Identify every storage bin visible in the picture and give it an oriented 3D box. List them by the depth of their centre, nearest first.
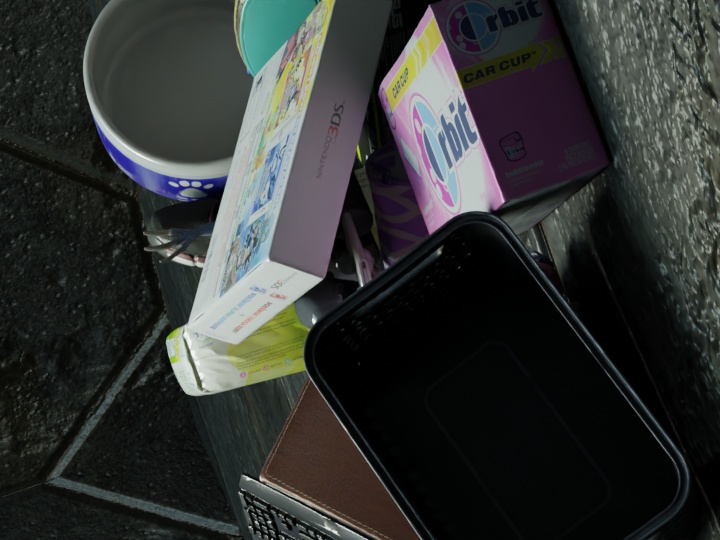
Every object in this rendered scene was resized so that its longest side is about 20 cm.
[{"bbox_3d":[0.078,0.087,1.044,0.200,0.135,0.094,54,-178,21],"label":"storage bin"}]

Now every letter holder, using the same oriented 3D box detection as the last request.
[{"bbox_3d":[0.061,0.121,1.265,0.199,0.143,0.101,24,176,26],"label":"letter holder"}]

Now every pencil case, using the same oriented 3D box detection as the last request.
[{"bbox_3d":[0.116,0.092,1.127,0.083,0.086,0.201,72,176,-69],"label":"pencil case"},{"bbox_3d":[0.061,0.000,1.293,0.085,0.084,0.201,19,134,41],"label":"pencil case"}]

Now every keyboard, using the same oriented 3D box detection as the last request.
[{"bbox_3d":[-0.005,0.214,1.309,0.199,0.021,0.128,22,144,42],"label":"keyboard"}]

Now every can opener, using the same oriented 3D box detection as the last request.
[{"bbox_3d":[-0.023,-0.021,1.293,0.200,0.066,0.054,-112,10,-61],"label":"can opener"}]

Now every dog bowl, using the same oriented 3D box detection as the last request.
[{"bbox_3d":[-0.140,-0.165,1.691,0.079,0.199,0.201,91,158,-68],"label":"dog bowl"}]

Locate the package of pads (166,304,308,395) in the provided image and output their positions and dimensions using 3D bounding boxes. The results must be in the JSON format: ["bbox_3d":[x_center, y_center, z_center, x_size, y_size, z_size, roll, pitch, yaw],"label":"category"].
[{"bbox_3d":[-0.062,0.054,1.664,0.154,0.199,0.069,155,98,-79],"label":"package of pads"}]

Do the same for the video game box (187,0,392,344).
[{"bbox_3d":[-0.048,-0.068,1.280,0.182,0.047,0.201,140,146,-66],"label":"video game box"}]

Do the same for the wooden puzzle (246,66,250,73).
[{"bbox_3d":[-0.077,-0.229,1.510,0.200,0.046,0.187,73,-171,-89],"label":"wooden puzzle"}]

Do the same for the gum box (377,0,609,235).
[{"bbox_3d":[0.071,-0.082,1.117,0.200,0.066,0.114,130,119,-77],"label":"gum box"}]

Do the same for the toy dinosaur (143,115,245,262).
[{"bbox_3d":[-0.058,-0.042,1.472,0.105,0.199,0.183,-29,64,61],"label":"toy dinosaur"}]

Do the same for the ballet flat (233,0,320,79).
[{"bbox_3d":[-0.056,-0.216,1.343,0.201,0.070,0.071,89,160,-52],"label":"ballet flat"}]

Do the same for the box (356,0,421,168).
[{"bbox_3d":[-0.003,-0.179,1.395,0.193,0.047,0.201,-123,19,-45],"label":"box"}]

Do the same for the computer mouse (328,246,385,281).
[{"bbox_3d":[0.000,0.000,1.397,0.200,0.109,0.044,-38,-50,-87],"label":"computer mouse"}]

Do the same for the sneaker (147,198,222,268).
[{"bbox_3d":[-0.081,-0.063,1.630,0.116,0.198,0.076,97,171,-46],"label":"sneaker"}]

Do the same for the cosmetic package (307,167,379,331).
[{"bbox_3d":[0.007,0.024,1.530,0.071,0.105,0.201,86,161,-58],"label":"cosmetic package"}]
